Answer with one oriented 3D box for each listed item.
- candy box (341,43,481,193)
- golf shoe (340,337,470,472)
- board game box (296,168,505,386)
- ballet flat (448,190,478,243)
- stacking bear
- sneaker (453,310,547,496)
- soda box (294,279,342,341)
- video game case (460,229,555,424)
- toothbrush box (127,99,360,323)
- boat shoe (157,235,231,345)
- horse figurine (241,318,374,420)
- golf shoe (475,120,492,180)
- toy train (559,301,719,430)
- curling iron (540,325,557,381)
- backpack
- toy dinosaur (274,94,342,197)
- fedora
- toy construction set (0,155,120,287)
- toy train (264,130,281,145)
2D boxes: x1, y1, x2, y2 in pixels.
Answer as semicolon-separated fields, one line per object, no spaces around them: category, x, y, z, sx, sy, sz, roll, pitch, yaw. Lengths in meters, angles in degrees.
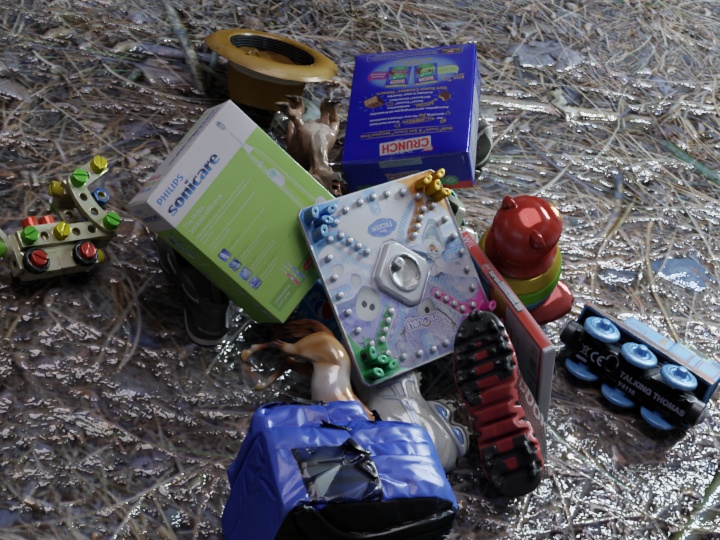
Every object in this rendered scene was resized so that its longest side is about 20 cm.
candy box;0.069;-0.196;1.891;0.168;0.077;0.201;-3;50;14
golf shoe;0.026;0.143;1.554;0.097;0.079;0.200;-22;52;-34
board game box;0.049;0.001;1.564;0.199;0.026;0.201;-19;85;-36
ballet flat;0.113;-0.043;1.824;0.067;0.071;0.201;7;39;-24
stacking bear;0.188;-0.020;1.680;0.113;0.200;0.122;-25;67;-9
sneaker;0.152;0.142;1.557;0.098;0.070;0.202;7;66;-72
soda box;0.000;0.000;1.721;0.064;0.068;0.200;29;38;11
video game case;0.161;0.068;1.651;0.017;0.143;0.200;-21;50;-16
toothbrush box;-0.125;-0.060;1.558;0.200;0.086;0.146;42;73;-18
boat shoe;-0.185;-0.001;1.647;0.066;0.057;0.201;0;41;-24
horse figurine;-0.049;0.125;1.502;0.132;0.050;0.201;-18;61;8
golf shoe;0.084;-0.187;1.980;0.199;0.088;0.077;11;39;-10
toy train;0.334;0.113;1.728;0.199;0.087;0.114;33;30;20
curling iron;0.220;0.079;1.755;0.049;0.026;0.200;-5;31;16
backpack;-0.016;0.208;1.367;0.199;0.163;0.169;3;50;-26
toy dinosaur;-0.066;-0.154;1.861;0.085;0.137;0.200;1;12;-1
fedora;-0.128;-0.266;1.966;0.199;0.082;0.201;14;21;-5
toy construction set;-0.355;-0.050;1.601;0.199;0.092;0.132;-16;74;-29
toy train;-0.105;-0.124;1.719;0.046;0.034;0.200;14;21;-25
